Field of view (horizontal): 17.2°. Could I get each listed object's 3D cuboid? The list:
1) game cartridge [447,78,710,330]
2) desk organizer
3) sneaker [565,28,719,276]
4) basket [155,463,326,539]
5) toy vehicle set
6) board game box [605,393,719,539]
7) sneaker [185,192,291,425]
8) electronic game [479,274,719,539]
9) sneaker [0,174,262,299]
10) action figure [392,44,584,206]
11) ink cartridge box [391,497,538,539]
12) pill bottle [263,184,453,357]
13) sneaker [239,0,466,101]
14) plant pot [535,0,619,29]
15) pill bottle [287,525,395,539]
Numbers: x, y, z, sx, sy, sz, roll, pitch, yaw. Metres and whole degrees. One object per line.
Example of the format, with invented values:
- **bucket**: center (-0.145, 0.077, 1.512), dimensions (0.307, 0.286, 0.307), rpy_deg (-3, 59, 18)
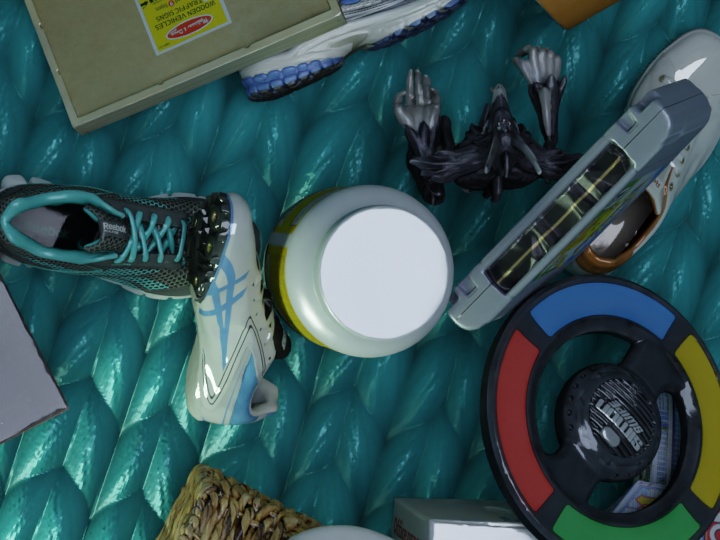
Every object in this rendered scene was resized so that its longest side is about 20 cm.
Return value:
- **game cartridge**: center (0.147, -0.043, 1.564), dimensions (0.040, 0.133, 0.200), rpy_deg (45, 112, 5)
- **desk organizer**: center (-0.274, 0.018, 1.598), dimensions (0.071, 0.077, 0.201), rpy_deg (-27, 95, -7)
- **sneaker**: center (0.212, -0.081, 1.669), dimensions (0.072, 0.085, 0.201), rpy_deg (30, 85, -6)
- **basket**: center (-0.087, 0.252, 1.599), dimensions (0.148, 0.143, 0.201), rpy_deg (29, 87, -7)
- **toy vehicle set**: center (-0.124, -0.188, 1.609), dimensions (0.199, 0.027, 0.125), rpy_deg (-22, 80, 4)
- **board game box**: center (0.243, 0.169, 1.652), dimensions (0.198, 0.062, 0.202), rpy_deg (11, 64, -10)
- **sneaker**: center (-0.082, 0.024, 1.593), dimensions (0.072, 0.072, 0.201), rpy_deg (-4, 135, -8)
- **electronic game**: center (0.166, 0.101, 1.581), dimensions (0.199, 0.042, 0.202), rpy_deg (8, 73, -28)
- **sneaker**: center (-0.163, -0.020, 1.608), dimensions (0.198, 0.091, 0.078), rpy_deg (4, 91, -9)
- **action figure**: center (0.079, -0.095, 1.589), dimensions (0.118, 0.200, 0.103), rpy_deg (-7, 90, -8)
- **ink cartridge box**: center (0.065, 0.262, 1.622), dimensions (0.083, 0.145, 0.202), rpy_deg (5, 90, -9)
- **pill bottle**: center (0.000, 0.000, 1.578), dimensions (0.111, 0.200, 0.114), rpy_deg (0, 92, -9)
- **sneaker**: center (-0.001, -0.193, 1.639), dimensions (0.199, 0.077, 0.086), rpy_deg (-25, 91, -8)
- **plant pot**: center (0.168, -0.271, 1.616), dimensions (0.183, 0.200, 0.200), rpy_deg (-41, 97, 10)
- **pill bottle**: center (-0.021, 0.277, 1.542), dimensions (0.113, 0.115, 0.201), rpy_deg (8, 121, -9)
